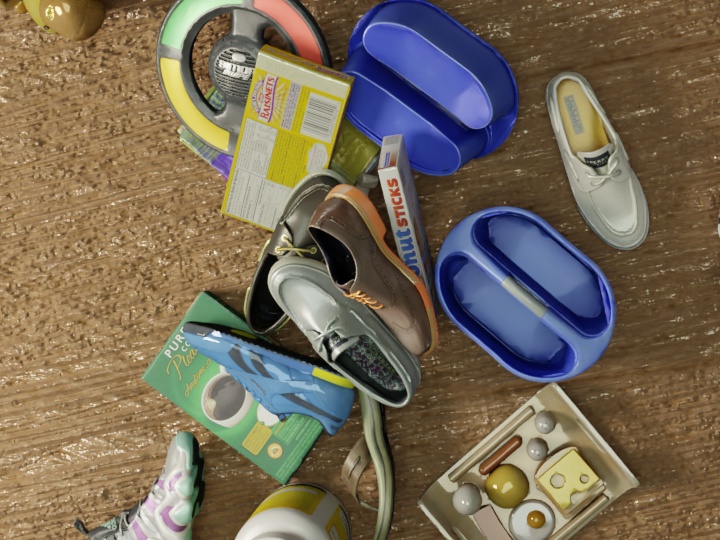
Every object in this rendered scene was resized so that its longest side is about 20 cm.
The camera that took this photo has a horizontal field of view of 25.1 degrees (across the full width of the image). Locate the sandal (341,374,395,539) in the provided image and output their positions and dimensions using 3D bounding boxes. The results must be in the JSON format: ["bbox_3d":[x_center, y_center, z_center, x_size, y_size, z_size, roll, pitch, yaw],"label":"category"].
[{"bbox_3d":[0.005,0.200,1.748,0.057,0.080,0.203,-9,84,3],"label":"sandal"}]

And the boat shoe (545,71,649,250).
[{"bbox_3d":[0.248,-0.115,1.694,0.070,0.070,0.201,-20,91,8],"label":"boat shoe"}]

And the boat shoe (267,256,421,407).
[{"bbox_3d":[-0.015,0.065,1.670,0.201,0.072,0.070,41,111,-13],"label":"boat shoe"}]

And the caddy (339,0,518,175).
[{"bbox_3d":[0.069,-0.193,1.696,0.200,0.105,0.142,37,122,3],"label":"caddy"}]

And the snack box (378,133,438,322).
[{"bbox_3d":[0.052,-0.037,1.681,0.024,0.072,0.201,-8,121,10],"label":"snack box"}]

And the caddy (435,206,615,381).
[{"bbox_3d":[0.172,0.023,1.688,0.200,0.105,0.142,40,99,3],"label":"caddy"}]

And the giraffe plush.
[{"bbox_3d":[-0.296,-0.315,1.699,0.172,0.200,0.162,34,104,-21],"label":"giraffe plush"}]

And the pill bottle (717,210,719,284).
[{"bbox_3d":[0.428,-0.076,1.653,0.115,0.116,0.202,8,96,6],"label":"pill bottle"}]

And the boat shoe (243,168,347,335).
[{"bbox_3d":[-0.067,-0.015,1.705,0.071,0.061,0.202,25,124,-1],"label":"boat shoe"}]

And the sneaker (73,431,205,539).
[{"bbox_3d":[-0.247,0.272,1.782,0.139,0.078,0.202,6,95,6],"label":"sneaker"}]

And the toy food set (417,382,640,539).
[{"bbox_3d":[0.180,0.237,1.735,0.200,0.060,0.144,-41,88,9],"label":"toy food set"}]

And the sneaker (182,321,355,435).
[{"bbox_3d":[-0.103,0.114,1.715,0.199,0.066,0.079,22,97,4],"label":"sneaker"}]

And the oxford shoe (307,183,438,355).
[{"bbox_3d":[0.009,0.014,1.646,0.071,0.073,0.201,-15,114,48],"label":"oxford shoe"}]

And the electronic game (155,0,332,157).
[{"bbox_3d":[-0.123,-0.211,1.695,0.199,0.042,0.201,9,116,18],"label":"electronic game"}]

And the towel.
[{"bbox_3d":[-0.086,-0.136,1.758,0.200,0.023,0.144,41,99,2],"label":"towel"}]

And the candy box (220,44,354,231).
[{"bbox_3d":[-0.078,-0.129,1.691,0.102,0.026,0.201,22,124,6],"label":"candy box"}]

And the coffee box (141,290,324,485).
[{"bbox_3d":[-0.126,0.126,1.772,0.199,0.044,0.123,35,96,3],"label":"coffee box"}]

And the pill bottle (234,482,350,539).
[{"bbox_3d":[-0.075,0.296,1.701,0.110,0.200,0.112,0,94,7],"label":"pill bottle"}]

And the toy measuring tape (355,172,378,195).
[{"bbox_3d":[0.000,0.000,1.730,0.073,0.074,0.201,15,99,6],"label":"toy measuring tape"}]
